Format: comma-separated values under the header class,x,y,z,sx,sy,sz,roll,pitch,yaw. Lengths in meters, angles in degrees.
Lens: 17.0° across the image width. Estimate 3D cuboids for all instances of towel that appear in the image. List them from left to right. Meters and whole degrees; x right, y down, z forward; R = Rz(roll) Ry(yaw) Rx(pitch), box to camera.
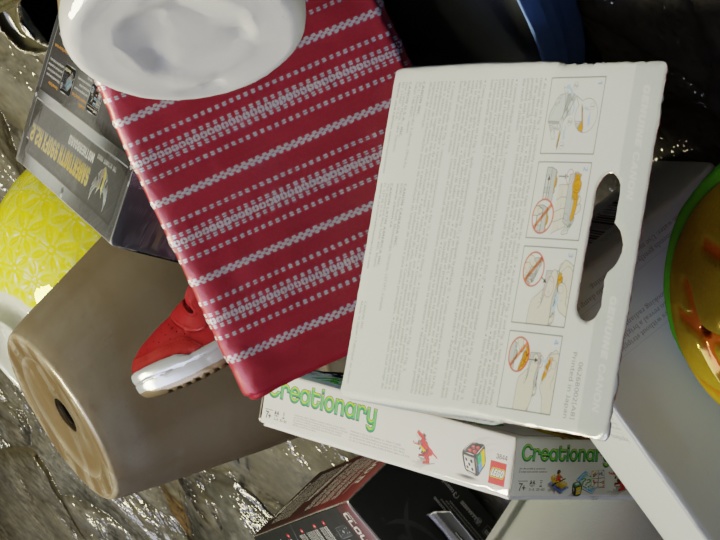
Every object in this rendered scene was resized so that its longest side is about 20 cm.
class,x,y,z,sx,sy,sz,roll,pitch,yaw
towel,-0.031,-0.049,1.174,0.022,0.144,0.201,-112,-2,-74

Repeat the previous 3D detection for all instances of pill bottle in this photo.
class,x,y,z,sx,sy,sz,roll,pitch,yaw
pill bottle,-0.087,-0.189,1.107,0.111,0.110,0.201,103,163,-60

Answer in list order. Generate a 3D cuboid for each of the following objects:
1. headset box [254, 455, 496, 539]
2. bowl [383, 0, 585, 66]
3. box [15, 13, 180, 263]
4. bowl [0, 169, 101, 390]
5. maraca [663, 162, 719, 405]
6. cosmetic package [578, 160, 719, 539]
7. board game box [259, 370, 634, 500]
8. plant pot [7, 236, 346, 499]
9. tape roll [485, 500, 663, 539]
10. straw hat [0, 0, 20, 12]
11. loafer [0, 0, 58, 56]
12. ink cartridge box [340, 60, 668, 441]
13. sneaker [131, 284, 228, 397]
class,x,y,z,sx,sy,sz,roll,pitch,yaw
headset box,0.032,0.195,1.598,0.149,0.075,0.200,49,155,-4
bowl,0.027,-0.139,1.177,0.200,0.039,0.201,36,152,22
box,-0.114,-0.105,1.263,0.048,0.159,0.200,13,-171,-25
bowl,-0.204,0.030,1.697,0.200,0.108,0.201,37,152,23
maraca,0.203,-0.006,1.022,0.137,0.107,0.200,30,132,7
cosmetic package,0.167,0.058,1.140,0.200,0.113,0.081,56,169,-13
board game box,0.056,0.087,1.298,0.199,0.126,0.035,12,95,48
plant pot,-0.112,0.045,1.465,0.200,0.173,0.200,47,158,26
tape roll,0.144,0.220,1.350,0.202,0.139,0.203,28,153,16
straw hat,-0.145,-0.204,1.209,0.085,0.201,0.202,21,146,21
loafer,-0.184,-0.170,1.427,0.075,0.070,0.200,51,154,-7
ink cartridge box,0.074,-0.011,1.071,0.050,0.163,0.200,12,176,-35
sneaker,-0.057,-0.026,1.236,0.113,0.200,0.071,54,-170,-7
